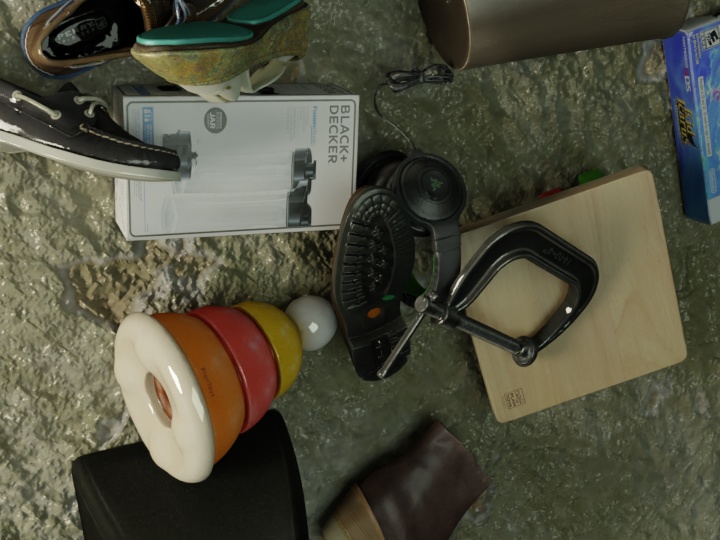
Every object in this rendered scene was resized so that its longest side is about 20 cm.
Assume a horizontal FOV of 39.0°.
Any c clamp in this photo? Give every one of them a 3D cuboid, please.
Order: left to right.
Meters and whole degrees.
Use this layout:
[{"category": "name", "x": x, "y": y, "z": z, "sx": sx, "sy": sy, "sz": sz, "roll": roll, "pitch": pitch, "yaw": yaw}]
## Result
[{"category": "c clamp", "x": 0.122, "y": 0.035, "z": 0.889, "sx": 0.198, "sy": 0.027, "sz": 0.172, "roll": 17, "pitch": 112, "yaw": -42}]

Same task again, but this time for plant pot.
[{"category": "plant pot", "x": -0.128, "y": 0.265, "z": 0.873, "sx": 0.196, "sy": 0.177, "sz": 0.204, "roll": -10, "pitch": 109, "yaw": -18}]

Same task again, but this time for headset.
[{"category": "headset", "x": 0.053, "y": -0.072, "z": 0.882, "sx": 0.092, "sy": 0.123, "sz": 0.204, "roll": -14, "pitch": 103, "yaw": -24}]

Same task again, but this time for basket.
[{"category": "basket", "x": 0.156, "y": -0.255, "z": 0.864, "sx": 0.197, "sy": 0.136, "sz": 0.184, "roll": -22, "pitch": 100, "yaw": -11}]

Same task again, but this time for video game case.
[{"category": "video game case", "x": 0.404, "y": -0.173, "z": 1.037, "sx": 0.178, "sy": 0.045, "sz": 0.204, "roll": -22, "pitch": 112, "yaw": -16}]

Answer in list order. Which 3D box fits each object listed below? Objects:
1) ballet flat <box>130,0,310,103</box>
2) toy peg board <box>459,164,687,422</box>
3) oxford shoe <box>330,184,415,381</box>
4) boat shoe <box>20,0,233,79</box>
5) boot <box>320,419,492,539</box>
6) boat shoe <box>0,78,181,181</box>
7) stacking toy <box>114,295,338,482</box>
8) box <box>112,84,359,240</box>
[{"category": "ballet flat", "x": -0.097, "y": -0.164, "z": 0.775, "sx": 0.200, "sy": 0.069, "sz": 0.072, "roll": -41, "pitch": 126, "yaw": -53}, {"category": "toy peg board", "x": 0.192, "y": 0.012, "z": 0.991, "sx": 0.196, "sy": 0.098, "sz": 0.203, "roll": -18, "pitch": 112, "yaw": 1}, {"category": "oxford shoe", "x": 0.000, "y": 0.000, "z": 0.865, "sx": 0.071, "sy": 0.085, "sz": 0.202, "roll": -13, "pitch": 136, "yaw": -16}, {"category": "boat shoe", "x": -0.162, "y": -0.200, "z": 0.778, "sx": 0.198, "sy": 0.072, "sz": 0.073, "roll": -33, "pitch": 115, "yaw": -11}, {"category": "boot", "x": 0.072, "y": 0.268, "z": 1.014, "sx": 0.166, "sy": 0.072, "sz": 0.201, "roll": -39, "pitch": 112, "yaw": -5}, {"category": "boat shoe", "x": -0.222, "y": -0.109, "z": 0.751, "sx": 0.196, "sy": 0.074, "sz": 0.062, "roll": 14, "pitch": 89, "yaw": 10}, {"category": "stacking toy", "x": -0.098, "y": 0.077, "z": 0.875, "sx": 0.198, "sy": 0.145, "sz": 0.149, "roll": -22, "pitch": 114, "yaw": -33}, {"category": "box", "x": -0.102, "y": -0.093, "z": 0.842, "sx": 0.196, "sy": 0.060, "sz": 0.119, "roll": -3, "pitch": 107, "yaw": -22}]
